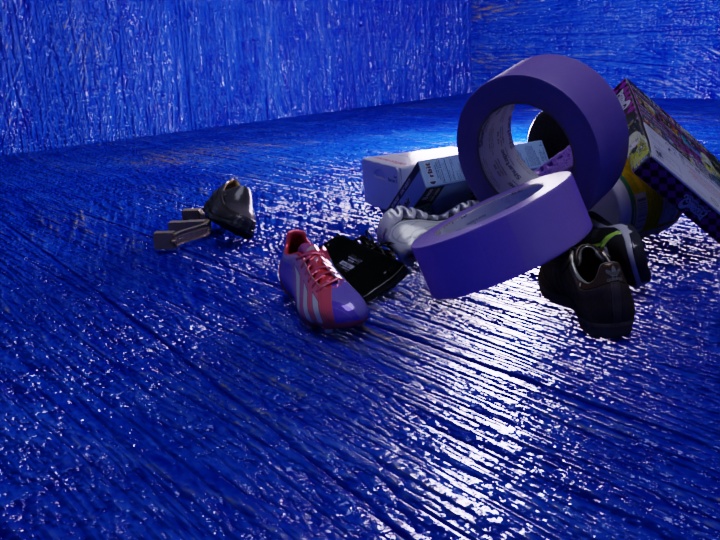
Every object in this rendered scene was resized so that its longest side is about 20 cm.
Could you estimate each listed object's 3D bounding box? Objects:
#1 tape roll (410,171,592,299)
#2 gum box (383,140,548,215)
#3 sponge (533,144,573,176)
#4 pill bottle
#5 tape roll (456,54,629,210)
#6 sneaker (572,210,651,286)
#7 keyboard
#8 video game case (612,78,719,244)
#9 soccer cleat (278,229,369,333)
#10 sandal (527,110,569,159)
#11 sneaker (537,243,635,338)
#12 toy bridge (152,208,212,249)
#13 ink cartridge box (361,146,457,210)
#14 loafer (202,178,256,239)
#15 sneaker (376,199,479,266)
[{"bbox_3d":[0.158,-0.041,0.914,0.197,0.067,0.200,-25,7,3],"label":"tape roll"},{"bbox_3d":[0.150,-0.116,1.171,0.196,0.045,0.170,-11,-17,-19],"label":"gum box"},{"bbox_3d":[0.260,-0.121,1.136,0.199,0.030,0.111,-34,-15,32],"label":"sponge"},{"bbox_3d":[0.378,-0.101,1.116,0.197,0.115,0.112,-15,20,-34],"label":"pill bottle"},{"bbox_3d":[0.222,-0.155,0.996,0.197,0.203,0.085,11,35,40],"label":"tape roll"},{"bbox_3d":[0.275,-0.016,0.963,0.081,0.073,0.200,-21,13,-1],"label":"sneaker"},{"bbox_3d":[0.000,0.000,1.020,0.103,0.040,0.199,-34,27,-15],"label":"keyboard"},{"bbox_3d":[0.411,-0.137,1.041,0.198,0.036,0.183,32,38,-22],"label":"video game case"},{"bbox_3d":[-0.047,0.010,0.890,0.065,0.078,0.200,-9,17,-19],"label":"soccer cleat"},{"bbox_3d":[0.303,-0.158,1.195,0.074,0.201,0.046,-17,36,27],"label":"sandal"},{"bbox_3d":[0.241,0.003,0.856,0.069,0.077,0.200,-5,17,-5],"label":"sneaker"},{"bbox_3d":[-0.274,-0.068,1.288,0.066,0.028,0.200,-2,15,2],"label":"toy bridge"},{"bbox_3d":[0.119,-0.161,1.422,0.196,0.086,0.144,-11,18,-25],"label":"ink cartridge box"},{"bbox_3d":[-0.201,-0.102,1.273,0.072,0.073,0.200,29,3,-29],"label":"loafer"},{"bbox_3d":[0.122,-0.043,1.073,0.196,0.076,0.081,-8,36,-22],"label":"sneaker"}]
